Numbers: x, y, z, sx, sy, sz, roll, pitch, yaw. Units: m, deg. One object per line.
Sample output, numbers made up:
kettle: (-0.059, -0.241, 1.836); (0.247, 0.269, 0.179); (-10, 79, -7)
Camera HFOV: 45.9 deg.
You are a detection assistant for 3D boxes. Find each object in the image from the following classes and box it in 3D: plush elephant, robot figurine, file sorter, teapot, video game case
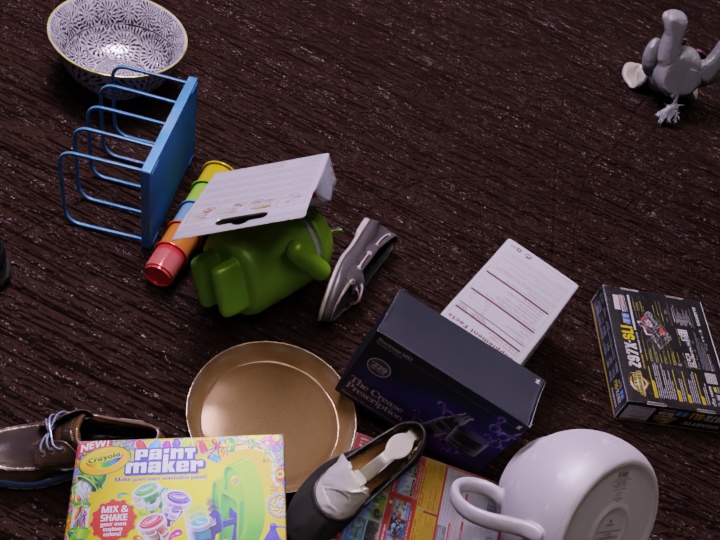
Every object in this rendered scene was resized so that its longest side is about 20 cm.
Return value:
plush elephant: (0.597, -0.392, 1.625); (0.164, 0.201, 0.155); (13, 25, -9)
robot figurine: (-0.119, -0.019, 1.091); (0.200, 0.116, 0.175); (-31, 34, -35)
file sorter: (-0.305, -0.159, 1.136); (0.122, 0.139, 0.200); (15, 48, -2)
teapot: (0.219, 0.256, 0.948); (0.197, 0.200, 0.146); (-44, 36, -18)
video game case: (0.068, 0.278, 0.967); (0.199, 0.017, 0.143); (20, 48, -1)

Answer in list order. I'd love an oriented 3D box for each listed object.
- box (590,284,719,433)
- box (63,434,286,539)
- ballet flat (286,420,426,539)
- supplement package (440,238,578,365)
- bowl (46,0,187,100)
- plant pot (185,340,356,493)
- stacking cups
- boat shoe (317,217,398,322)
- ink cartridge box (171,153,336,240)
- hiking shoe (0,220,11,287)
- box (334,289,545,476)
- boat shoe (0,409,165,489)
box: (0.420, 0.121, 1.195); (0.159, 0.049, 0.200); (8, 49, -8)
box: (-0.170, 0.272, 0.808); (0.199, 0.122, 0.193); (-1, 50, -7)
ballet flat: (-0.001, 0.222, 0.932); (0.200, 0.068, 0.068); (-33, 76, -35)
supplement package: (0.175, 0.075, 1.106); (0.117, 0.117, 0.200); (36, 50, 13)
bowl: (-0.365, -0.320, 1.279); (0.200, 0.094, 0.201); (9, 49, -10)
plant pot: (-0.104, 0.172, 0.995); (0.199, 0.028, 0.201); (9, 49, -10)
stacking cups: (-0.221, -0.061, 1.134); (0.060, 0.061, 0.200); (20, 50, -1)
boat shoe: (0.000, 0.000, 1.148); (0.057, 0.067, 0.200); (21, 44, 6)
ink cartridge box: (-0.119, -0.075, 1.022); (0.162, 0.050, 0.200); (-9, 29, 11)
hiking shoe: (-0.482, 0.017, 0.952); (0.076, 0.101, 0.200); (29, 48, 9)
box: (0.090, 0.134, 0.994); (0.200, 0.141, 0.079); (32, 45, 0)
boat shoe: (-0.305, 0.179, 0.892); (0.199, 0.072, 0.072); (0, 51, -18)
